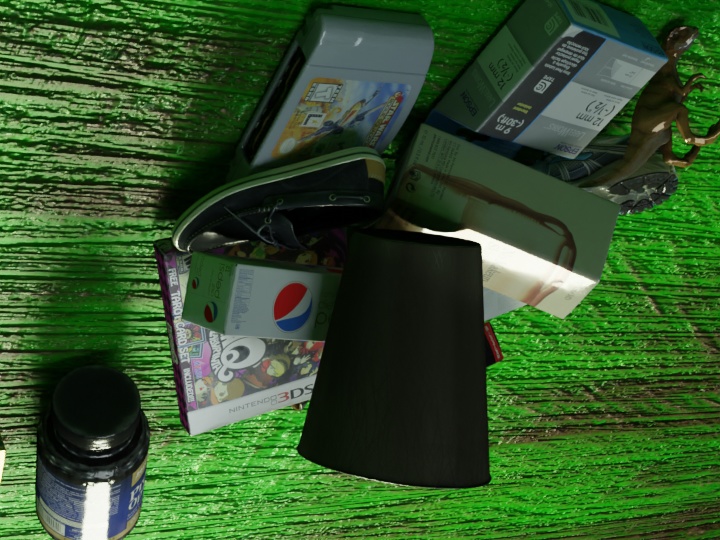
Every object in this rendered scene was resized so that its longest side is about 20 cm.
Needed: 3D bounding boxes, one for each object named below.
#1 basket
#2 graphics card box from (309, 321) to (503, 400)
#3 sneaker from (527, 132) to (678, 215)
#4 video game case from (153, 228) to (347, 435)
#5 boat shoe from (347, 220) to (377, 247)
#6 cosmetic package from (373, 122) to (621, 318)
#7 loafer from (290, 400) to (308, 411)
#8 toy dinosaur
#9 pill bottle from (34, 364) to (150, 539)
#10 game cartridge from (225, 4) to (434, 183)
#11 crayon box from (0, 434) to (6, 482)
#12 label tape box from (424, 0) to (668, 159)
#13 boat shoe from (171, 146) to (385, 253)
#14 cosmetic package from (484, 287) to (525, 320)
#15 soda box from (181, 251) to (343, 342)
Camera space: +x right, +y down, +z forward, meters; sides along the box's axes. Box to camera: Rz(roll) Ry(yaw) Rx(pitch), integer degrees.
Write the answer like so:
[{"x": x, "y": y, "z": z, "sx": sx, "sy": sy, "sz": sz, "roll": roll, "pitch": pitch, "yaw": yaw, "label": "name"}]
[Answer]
[{"x": 0.037, "y": 0.069, "z": 1.302, "sx": 0.136, "sy": 0.180, "sz": 0.201, "roll": -5, "pitch": 102, "yaw": -60, "label": "basket"}, {"x": 0.052, "y": 0.113, "z": 1.605, "sx": 0.125, "sy": 0.051, "sz": 0.200, "roll": -25, "pitch": 174, "yaw": 33, "label": "graphics card box"}, {"x": 0.207, "y": -0.090, "z": 1.494, "sx": 0.199, "sy": 0.087, "sz": 0.078, "roll": -11, "pitch": 144, "yaw": 2, "label": "sneaker"}, {"x": -0.095, "y": 0.043, "z": 1.428, "sx": 0.181, "sy": 0.036, "sz": 0.201, "roll": -15, "pitch": 120, "yaw": -21, "label": "video game case"}, {"x": 0.000, "y": 0.000, "z": 1.480, "sx": 0.063, "sy": 0.073, "sz": 0.200, "roll": 3, "pitch": 141, "yaw": -43, "label": "boat shoe"}, {"x": 0.122, "y": -0.043, "z": 1.381, "sx": 0.199, "sy": 0.087, "sz": 0.103, "roll": 21, "pitch": 153, "yaw": -3, "label": "cosmetic package"}, {"x": -0.106, "y": 0.097, "z": 1.516, "sx": 0.200, "sy": 0.073, "sz": 0.073, "roll": 17, "pitch": 87, "yaw": -46, "label": "loafer"}, {"x": 0.277, "y": -0.134, "z": 1.425, "sx": 0.106, "sy": 0.200, "sz": 0.060, "roll": 28, "pitch": 166, "yaw": -10, "label": "toy dinosaur"}, {"x": -0.268, "y": 0.186, "z": 1.509, "sx": 0.112, "sy": 0.112, "sz": 0.200, "roll": -12, "pitch": 145, "yaw": -22, "label": "pill bottle"}, {"x": -0.021, "y": -0.140, "z": 1.303, "sx": 0.133, "sy": 0.042, "sz": 0.200, "roll": 3, "pitch": 137, "yaw": -32, "label": "game cartridge"}, {"x": -0.457, "y": 0.222, "z": 1.472, "sx": 0.199, "sy": 0.058, "sz": 0.173, "roll": -8, "pitch": 143, "yaw": -27, "label": "crayon box"}, {"x": 0.162, "y": -0.157, "z": 1.382, "sx": 0.143, "sy": 0.066, "sz": 0.200, "roll": 9, "pitch": 131, "yaw": -43, "label": "label tape box"}, {"x": -0.070, "y": -0.048, "z": 1.307, "sx": 0.199, "sy": 0.062, "sz": 0.075, "roll": -17, "pitch": 160, "yaw": 9, "label": "boat shoe"}, {"x": 0.132, "y": -0.009, "z": 1.579, "sx": 0.199, "sy": 0.052, "sz": 0.151, "roll": -21, "pitch": 148, "yaw": -9, "label": "cosmetic package"}, {"x": -0.058, "y": 0.026, "z": 1.350, "sx": 0.200, "sy": 0.068, "sz": 0.064, "roll": 7, "pitch": 95, "yaw": -43, "label": "soda box"}]
